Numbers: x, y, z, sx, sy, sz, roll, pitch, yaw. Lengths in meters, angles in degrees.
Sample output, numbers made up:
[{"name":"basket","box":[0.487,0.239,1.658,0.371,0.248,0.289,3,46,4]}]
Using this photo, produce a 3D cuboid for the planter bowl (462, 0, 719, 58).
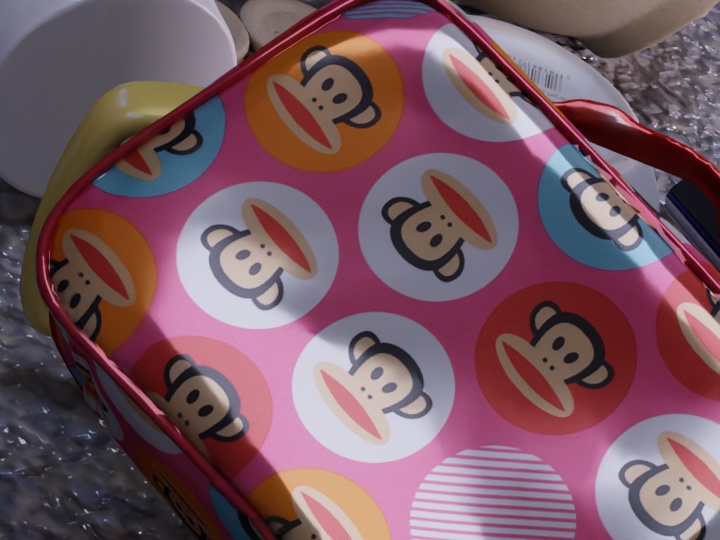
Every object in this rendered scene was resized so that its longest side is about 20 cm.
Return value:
[{"name":"planter bowl","box":[0.107,-0.179,1.231,0.135,0.200,0.200,47,28,-17]}]

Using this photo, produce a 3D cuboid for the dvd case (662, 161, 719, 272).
[{"name":"dvd case","box":[0.165,0.058,0.834,0.150,0.025,0.200,49,6,-24]}]

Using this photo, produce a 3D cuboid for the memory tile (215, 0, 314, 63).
[{"name":"memory tile","box":[0.012,-0.055,1.111,0.200,0.017,0.153,4,38,-33]}]

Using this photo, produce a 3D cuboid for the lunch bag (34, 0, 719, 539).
[{"name":"lunch bag","box":[0.027,0.021,0.787,0.176,0.082,0.200,-36,76,-13]}]

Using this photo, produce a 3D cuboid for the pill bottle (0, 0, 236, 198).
[{"name":"pill bottle","box":[-0.123,-0.122,1.031,0.116,0.116,0.200,3,38,-32]}]

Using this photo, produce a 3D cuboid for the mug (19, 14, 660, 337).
[{"name":"mug","box":[0.009,0.005,0.908,0.187,0.153,0.149,-10,47,-43]}]

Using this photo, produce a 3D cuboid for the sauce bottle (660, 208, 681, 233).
[{"name":"sauce bottle","box":[0.122,0.009,1.068,0.200,0.065,0.065,0,41,-33]}]
